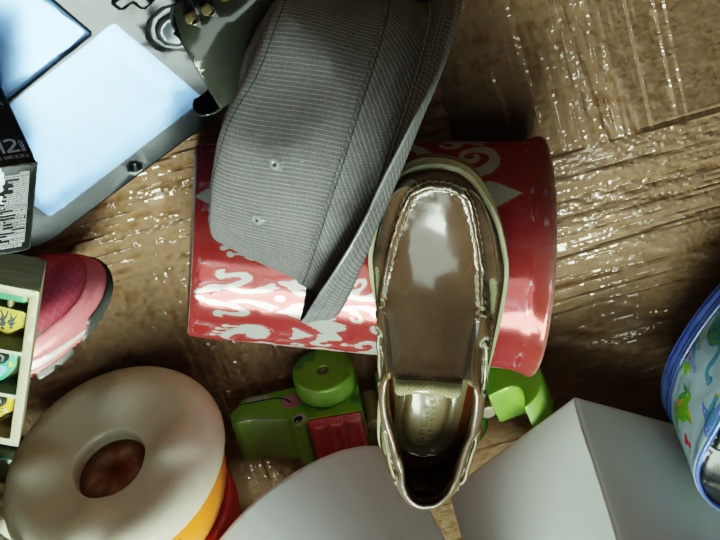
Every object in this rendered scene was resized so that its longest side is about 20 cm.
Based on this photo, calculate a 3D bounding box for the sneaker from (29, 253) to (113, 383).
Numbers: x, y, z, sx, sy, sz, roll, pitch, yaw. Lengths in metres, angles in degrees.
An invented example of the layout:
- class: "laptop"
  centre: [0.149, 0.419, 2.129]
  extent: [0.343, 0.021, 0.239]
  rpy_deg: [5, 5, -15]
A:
- class: "sneaker"
  centre: [-0.241, 0.021, 1.323]
  extent: [0.198, 0.074, 0.087]
  rpy_deg: [-12, 139, 5]

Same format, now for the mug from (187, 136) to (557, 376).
- class: "mug"
  centre: [0.001, 0.005, 1.322]
  extent: [0.198, 0.134, 0.179]
  rpy_deg: [3, 127, -6]

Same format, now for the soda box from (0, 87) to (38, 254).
- class: "soda box"
  centre: [-0.272, -0.039, 1.201]
  extent: [0.198, 0.071, 0.064]
  rpy_deg: [-9, 134, -23]

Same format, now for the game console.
- class: "game console"
  centre: [-0.175, -0.104, 1.254]
  extent: [0.199, 0.031, 0.177]
  rpy_deg: [-35, 135, 19]

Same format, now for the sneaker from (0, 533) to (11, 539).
- class: "sneaker"
  centre: [-0.269, 0.127, 1.312]
  extent: [0.099, 0.075, 0.200]
  rpy_deg: [-17, 139, 28]

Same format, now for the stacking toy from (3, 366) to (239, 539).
- class: "stacking toy"
  centre: [-0.118, 0.170, 1.436]
  extent: [0.145, 0.147, 0.201]
  rpy_deg: [-21, 134, 9]

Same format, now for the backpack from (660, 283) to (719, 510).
- class: "backpack"
  centre: [0.285, 0.067, 1.398]
  extent: [0.198, 0.148, 0.184]
  rpy_deg: [9, 127, -22]

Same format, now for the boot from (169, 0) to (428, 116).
- class: "boot"
  centre: [-0.050, -0.174, 1.180]
  extent: [0.137, 0.078, 0.201]
  rpy_deg: [-26, 129, -4]

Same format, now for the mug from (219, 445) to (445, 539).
- class: "mug"
  centre: [0.009, 0.218, 1.396]
  extent: [0.149, 0.153, 0.187]
  rpy_deg: [-36, 151, -8]

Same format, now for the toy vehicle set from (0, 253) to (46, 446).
- class: "toy vehicle set"
  centre: [-0.278, 0.029, 1.280]
  extent: [0.198, 0.027, 0.125]
  rpy_deg: [10, 132, -4]

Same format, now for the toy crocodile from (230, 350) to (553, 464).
- class: "toy crocodile"
  centre: [0.019, 0.087, 1.433]
  extent: [0.198, 0.062, 0.068]
  rpy_deg: [-8, 130, -1]

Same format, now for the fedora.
- class: "fedora"
  centre: [-0.022, -0.074, 1.162]
  extent: [0.090, 0.178, 0.201]
  rpy_deg: [19, 132, -5]

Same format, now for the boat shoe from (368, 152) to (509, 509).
- class: "boat shoe"
  centre: [0.042, 0.039, 1.224]
  extent: [0.074, 0.075, 0.204]
  rpy_deg: [-1, 125, 2]

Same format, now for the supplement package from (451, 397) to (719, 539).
- class: "supplement package"
  centre: [0.175, 0.174, 1.449]
  extent: [0.199, 0.121, 0.121]
  rpy_deg: [16, 137, -40]

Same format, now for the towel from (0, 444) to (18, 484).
- class: "towel"
  centre: [-0.229, 0.167, 1.493]
  extent: [0.198, 0.022, 0.147]
  rpy_deg: [17, 124, -18]

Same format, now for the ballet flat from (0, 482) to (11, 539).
- class: "ballet flat"
  centre: [-0.246, 0.144, 1.407]
  extent: [0.071, 0.072, 0.200]
  rpy_deg: [-32, 124, 18]
